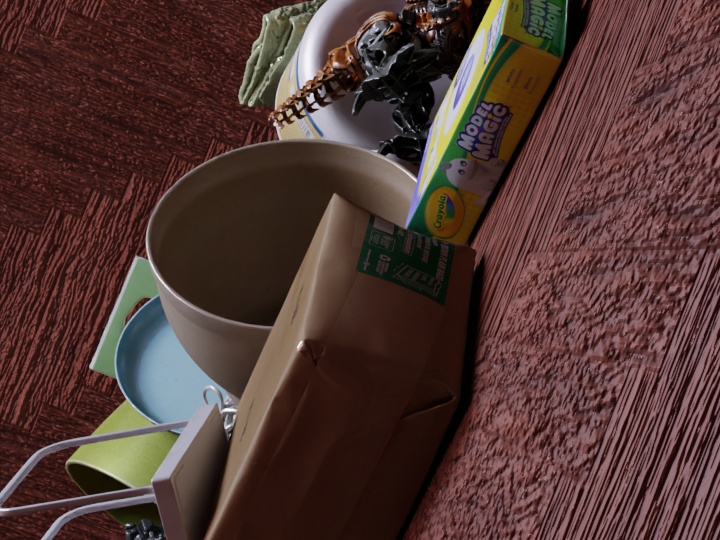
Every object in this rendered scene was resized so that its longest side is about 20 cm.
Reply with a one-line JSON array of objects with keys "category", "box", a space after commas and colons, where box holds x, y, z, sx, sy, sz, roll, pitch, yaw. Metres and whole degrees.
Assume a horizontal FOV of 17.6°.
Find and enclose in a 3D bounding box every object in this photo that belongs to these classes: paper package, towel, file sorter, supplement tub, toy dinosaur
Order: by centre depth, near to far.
[{"category": "paper package", "box": [-0.012, 0.084, 1.400, 0.200, 0.103, 0.191, -78, 11, -63]}, {"category": "file sorter", "box": [-0.135, 0.209, 1.456, 0.139, 0.124, 0.201, -60, -43, -72]}, {"category": "toy dinosaur", "box": [0.035, -0.146, 1.677, 0.200, 0.102, 0.136, -41, 33, 23]}, {"category": "supplement tub", "box": [0.010, -0.136, 1.823, 0.200, 0.144, 0.145, 135, 156, -76]}, {"category": "towel", "box": [0.001, -0.188, 1.961, 0.148, 0.199, 0.037, 123, 136, -61]}]

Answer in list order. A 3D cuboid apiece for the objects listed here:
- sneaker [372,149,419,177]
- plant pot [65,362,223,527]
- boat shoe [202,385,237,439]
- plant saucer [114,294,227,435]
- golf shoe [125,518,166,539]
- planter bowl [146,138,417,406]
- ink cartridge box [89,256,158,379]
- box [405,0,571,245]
[{"category": "sneaker", "box": [0.000, 0.000, 1.722, 0.200, 0.078, 0.100, 104, -169, -45]}, {"category": "plant pot", "box": [-0.131, 0.145, 2.075, 0.200, 0.187, 0.187, -56, 1, -18]}, {"category": "boat shoe", "box": [-0.077, 0.113, 1.662, 0.202, 0.086, 0.075, -73, 7, -50]}, {"category": "plant saucer", "box": [-0.113, 0.079, 2.014, 0.201, 0.199, 0.028, -74, -15, -45]}, {"category": "golf shoe", "box": [-0.116, 0.246, 1.666, 0.200, 0.077, 0.095, -128, 30, -69]}, {"category": "planter bowl", "box": [-0.043, 0.023, 1.613, 0.201, 0.199, 0.135, -74, -14, -48]}, {"category": "ink cartridge box", "box": [-0.136, 0.065, 2.176, 0.048, 0.199, 0.146, -76, 10, -57]}, {"category": "box", "box": [0.090, -0.122, 1.505, 0.118, 0.048, 0.200, -75, 10, -50]}]
